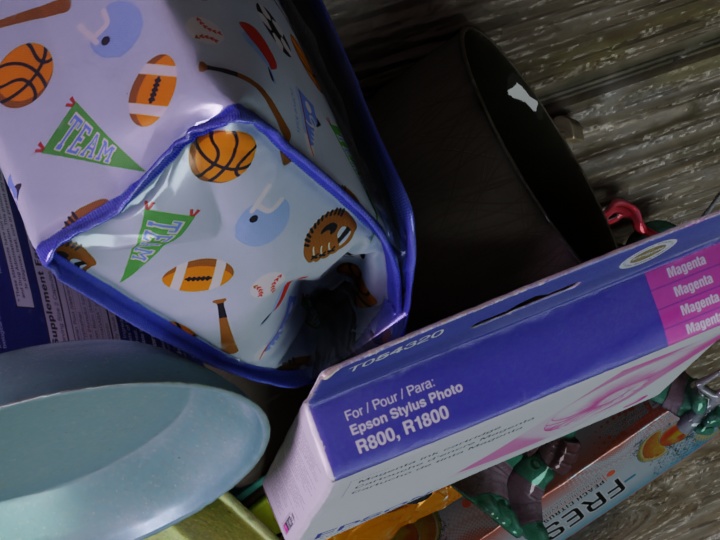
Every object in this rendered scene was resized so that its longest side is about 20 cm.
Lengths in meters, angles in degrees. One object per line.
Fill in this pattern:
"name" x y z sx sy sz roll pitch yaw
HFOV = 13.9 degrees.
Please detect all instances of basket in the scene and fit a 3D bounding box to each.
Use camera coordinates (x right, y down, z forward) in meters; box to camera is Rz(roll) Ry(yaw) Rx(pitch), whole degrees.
"basket" 0.000 0.000 1.334 0.199 0.136 0.180 -31 -176 13

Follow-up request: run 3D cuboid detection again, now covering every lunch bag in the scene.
"lunch bag" -0.061 -0.057 1.182 0.123 0.171 0.200 -33 146 12

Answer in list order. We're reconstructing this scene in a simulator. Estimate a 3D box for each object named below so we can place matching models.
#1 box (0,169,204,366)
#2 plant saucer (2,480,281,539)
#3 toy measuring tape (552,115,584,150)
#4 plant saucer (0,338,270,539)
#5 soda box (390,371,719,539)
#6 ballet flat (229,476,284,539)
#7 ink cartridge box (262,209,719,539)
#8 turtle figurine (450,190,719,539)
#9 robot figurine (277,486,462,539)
"box" -0.151 -0.015 1.187 0.032 0.122 0.199 -26 160 32
"plant saucer" -0.117 0.184 1.345 0.200 0.048 0.200 -49 123 -6
"toy measuring tape" 0.039 0.008 1.440 0.073 0.073 0.201 18 98 -49
"plant saucer" -0.136 0.075 1.192 0.199 0.036 0.200 -15 157 -6
"soda box" 0.091 0.108 1.600 0.199 0.069 0.064 -34 148 4
"ballet flat" -0.072 0.126 1.415 0.199 0.067 0.067 -31 128 5
"ink cartridge box" 0.062 0.050 1.266 0.195 0.044 0.200 -22 169 -14
"turtle figurine" 0.127 0.045 1.502 0.200 0.101 0.150 -53 138 2
"robot figurine" -0.033 0.110 1.515 0.199 0.058 0.145 -20 144 -17
